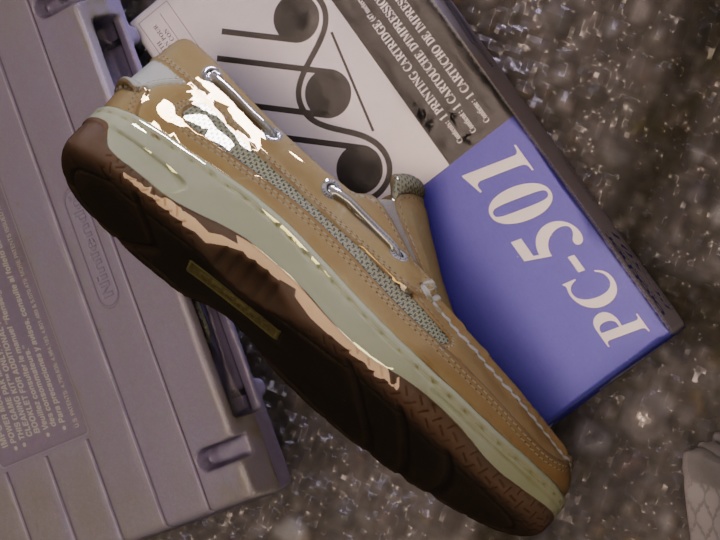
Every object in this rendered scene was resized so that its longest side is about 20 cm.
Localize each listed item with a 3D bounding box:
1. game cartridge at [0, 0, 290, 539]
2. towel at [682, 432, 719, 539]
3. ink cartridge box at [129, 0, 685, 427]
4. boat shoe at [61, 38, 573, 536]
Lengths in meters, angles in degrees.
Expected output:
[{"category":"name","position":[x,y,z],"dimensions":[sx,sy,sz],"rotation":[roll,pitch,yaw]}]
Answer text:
[{"category":"game cartridge","position":[-0.110,0.001,0.813],"dimensions":[0.129,0.038,0.201],"rotation":[-22,86,38]},{"category":"towel","position":[0.141,0.157,0.699],"dimensions":[0.032,0.200,0.193],"rotation":[3,93,-17]},{"category":"ink cartridge box","position":[0.016,-0.034,0.794],"dimensions":[0.094,0.044,0.201],"rotation":[-37,83,13]},{"category":"boat shoe","position":[0.000,0.000,0.745],"dimensions":[0.200,0.072,0.076],"rotation":[42,68,-3]}]
